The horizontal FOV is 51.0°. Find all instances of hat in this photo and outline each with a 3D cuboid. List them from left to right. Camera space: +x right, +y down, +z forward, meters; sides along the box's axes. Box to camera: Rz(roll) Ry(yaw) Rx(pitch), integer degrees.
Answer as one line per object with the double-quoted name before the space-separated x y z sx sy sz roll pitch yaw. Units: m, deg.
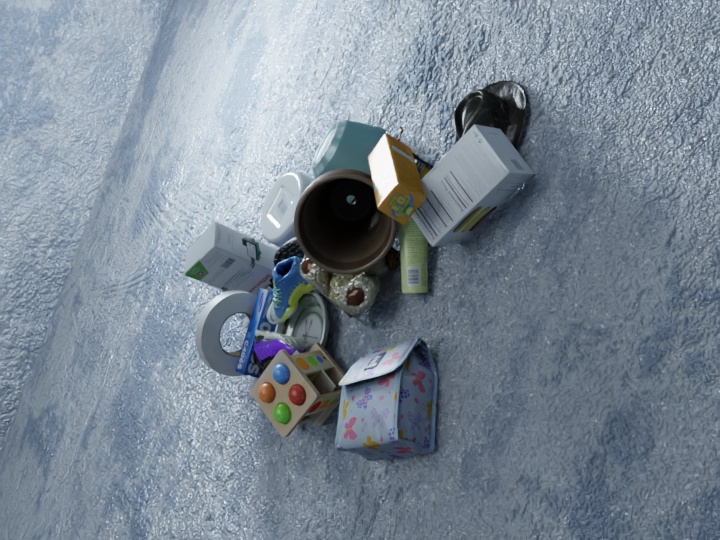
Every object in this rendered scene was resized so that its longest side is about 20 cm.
"hat" 0.224 -0.279 1.430 0.199 0.080 0.204 -25 56 43

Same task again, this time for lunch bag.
"lunch bag" 0.046 0.233 1.386 0.168 0.126 0.203 -20 52 43

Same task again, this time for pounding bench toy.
"pounding bench toy" -0.144 0.270 1.550 0.124 0.155 0.201 47 114 22

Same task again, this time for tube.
"tube" 0.104 -0.057 1.462 0.051 0.058 0.204 -2 90 28

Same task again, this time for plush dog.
"plush dog" 0.000 0.000 1.568 0.199 0.161 0.173 30 80 35

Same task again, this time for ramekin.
"ramekin" -0.159 -0.141 1.841 0.199 0.097 0.204 -27 54 43

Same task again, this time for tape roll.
"tape roll" -0.296 0.150 1.796 0.037 0.201 0.206 15 85 52

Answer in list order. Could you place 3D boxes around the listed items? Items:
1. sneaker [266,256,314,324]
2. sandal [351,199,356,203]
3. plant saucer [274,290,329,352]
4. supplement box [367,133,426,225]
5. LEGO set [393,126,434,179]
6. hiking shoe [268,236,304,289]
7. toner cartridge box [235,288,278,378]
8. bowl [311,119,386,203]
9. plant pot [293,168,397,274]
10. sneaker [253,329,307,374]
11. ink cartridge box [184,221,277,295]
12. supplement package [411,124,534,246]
"sneaker" -0.173 0.035 1.686 0.200 0.104 0.076 -47 39 23
"sandal" -0.003 -0.154 1.683 0.080 0.053 0.204 -16 61 47
"plant saucer" -0.124 0.147 1.701 0.199 0.050 0.204 -26 55 44
"supplement box" 0.063 -0.169 1.369 0.067 0.068 0.201 -50 27 25
"LEGO set" 0.079 -0.186 1.541 0.155 0.115 0.201 -53 39 21
"hiking shoe" -0.163 -0.029 1.765 0.200 0.074 0.087 -53 9 50
"toner cartridge box" -0.220 0.154 1.784 0.043 0.094 0.204 8 81 51
"bowl" -0.038 -0.252 1.679 0.202 0.104 0.202 -55 18 27
"plant pot" -0.024 -0.119 1.492 0.201 0.199 0.175 -52 11 21
"sneaker" -0.182 0.190 1.662 0.199 0.069 0.101 3 78 60
"ink cartridge box" -0.324 -0.021 1.913 0.145 0.198 0.085 -36 45 35
"supplement package" 0.191 -0.149 1.361 0.200 0.113 0.110 -45 69 30
